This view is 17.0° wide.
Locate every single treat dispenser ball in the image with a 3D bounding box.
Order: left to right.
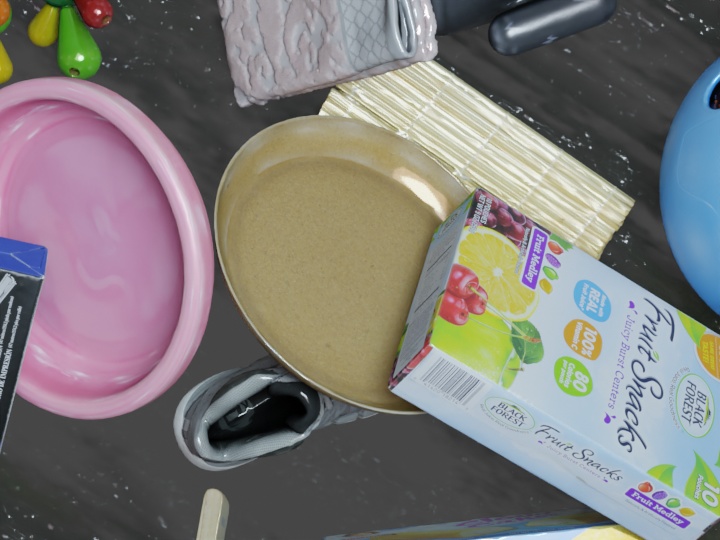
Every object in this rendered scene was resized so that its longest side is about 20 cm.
[{"bbox_3d":[0.277,-0.049,1.424,0.201,0.201,0.201,0,91,-7],"label":"treat dispenser ball"}]

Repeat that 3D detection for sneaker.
[{"bbox_3d":[-0.015,0.065,1.432,0.200,0.115,0.075,-31,94,-6],"label":"sneaker"}]

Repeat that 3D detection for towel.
[{"bbox_3d":[-0.033,-0.204,1.398,0.032,0.191,0.200,-9,92,-35],"label":"towel"}]

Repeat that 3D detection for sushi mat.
[{"bbox_3d":[0.066,-0.058,1.492,0.200,0.012,0.096,34,88,-6],"label":"sushi mat"}]

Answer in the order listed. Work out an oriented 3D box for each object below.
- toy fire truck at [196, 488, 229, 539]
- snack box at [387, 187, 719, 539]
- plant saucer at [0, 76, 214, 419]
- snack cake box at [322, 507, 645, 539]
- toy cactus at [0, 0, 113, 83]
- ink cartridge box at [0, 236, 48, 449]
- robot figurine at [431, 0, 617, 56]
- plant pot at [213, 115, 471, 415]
[{"bbox_3d":[-0.132,0.229,1.389,0.200,0.176,0.129,-34,94,-6],"label":"toy fire truck"},{"bbox_3d":[0.124,0.057,1.398,0.200,0.053,0.142,31,43,-11],"label":"snack box"},{"bbox_3d":[-0.160,-0.015,1.402,0.200,0.051,0.201,9,107,32],"label":"plant saucer"},{"bbox_3d":[0.083,0.185,1.446,0.200,0.115,0.067,-5,91,-8],"label":"snack cake box"},{"bbox_3d":[-0.211,-0.210,1.425,0.200,0.102,0.165,41,76,3],"label":"toy cactus"},{"bbox_3d":[-0.249,0.072,1.399,0.094,0.044,0.200,13,114,-9],"label":"ink cartridge box"},{"bbox_3d":[0.082,-0.213,1.436,0.200,0.125,0.150,-17,106,-6],"label":"robot figurine"},{"bbox_3d":[0.000,0.000,1.418,0.200,0.027,0.200,15,54,-22],"label":"plant pot"}]
